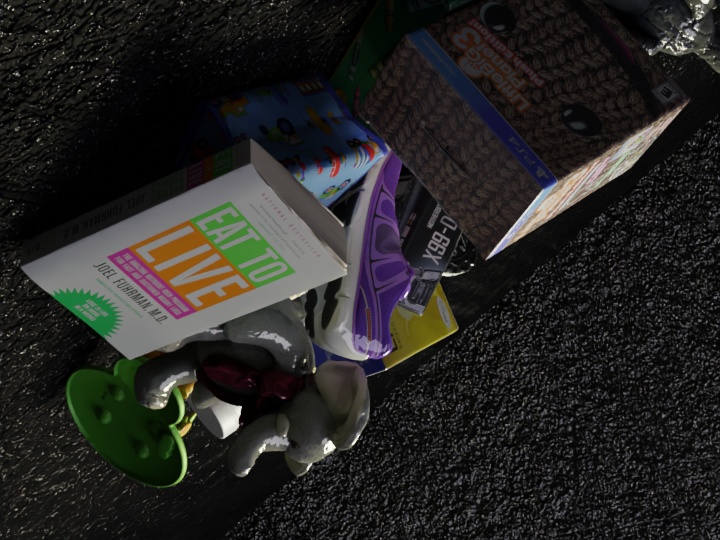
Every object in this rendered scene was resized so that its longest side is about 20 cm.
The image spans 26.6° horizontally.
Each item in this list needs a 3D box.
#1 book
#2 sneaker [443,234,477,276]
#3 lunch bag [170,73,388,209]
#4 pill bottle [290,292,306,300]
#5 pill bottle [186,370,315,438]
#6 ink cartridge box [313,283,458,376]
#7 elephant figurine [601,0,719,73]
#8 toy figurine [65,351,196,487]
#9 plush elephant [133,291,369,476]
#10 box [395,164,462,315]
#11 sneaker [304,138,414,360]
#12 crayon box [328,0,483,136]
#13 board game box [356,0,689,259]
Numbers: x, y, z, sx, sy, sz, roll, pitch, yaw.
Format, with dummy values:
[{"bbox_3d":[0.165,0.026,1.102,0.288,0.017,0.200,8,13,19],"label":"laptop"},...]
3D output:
[{"bbox_3d":[-0.129,-0.014,1.117,0.200,0.048,0.134,-23,137,21],"label":"book"},{"bbox_3d":[0.077,-0.033,1.519,0.079,0.074,0.200,-16,-175,25],"label":"sneaker"},{"bbox_3d":[-0.098,-0.049,1.223,0.150,0.094,0.200,-22,157,-51],"label":"lunch bag"},{"bbox_3d":[-0.096,-0.005,1.386,0.200,0.116,0.116,-43,169,13],"label":"pill bottle"},{"bbox_3d":[-0.110,0.112,1.828,0.200,0.112,0.112,-36,169,-21],"label":"pill bottle"},{"bbox_3d":[0.000,0.000,1.514,0.047,0.198,0.200,-20,-177,34],"label":"ink cartridge box"},{"bbox_3d":[0.266,-0.251,1.373,0.155,0.200,0.142,-35,169,-24],"label":"elephant figurine"},{"bbox_3d":[-0.173,0.091,1.522,0.184,0.150,0.200,-46,175,-38],"label":"toy figurine"},{"bbox_3d":[-0.078,0.105,1.284,0.200,0.155,0.165,-15,159,-28],"label":"plush elephant"},{"bbox_3d":[0.048,-0.069,1.393,0.200,0.050,0.158,-63,-153,-4],"label":"box"},{"bbox_3d":[0.008,-0.016,1.273,0.081,0.083,0.200,-26,-132,55],"label":"sneaker"},{"bbox_3d":[0.053,-0.195,1.266,0.119,0.058,0.200,-31,166,-37],"label":"crayon box"},{"bbox_3d":[0.130,-0.131,1.201,0.200,0.159,0.097,-31,165,-38],"label":"board game box"}]
